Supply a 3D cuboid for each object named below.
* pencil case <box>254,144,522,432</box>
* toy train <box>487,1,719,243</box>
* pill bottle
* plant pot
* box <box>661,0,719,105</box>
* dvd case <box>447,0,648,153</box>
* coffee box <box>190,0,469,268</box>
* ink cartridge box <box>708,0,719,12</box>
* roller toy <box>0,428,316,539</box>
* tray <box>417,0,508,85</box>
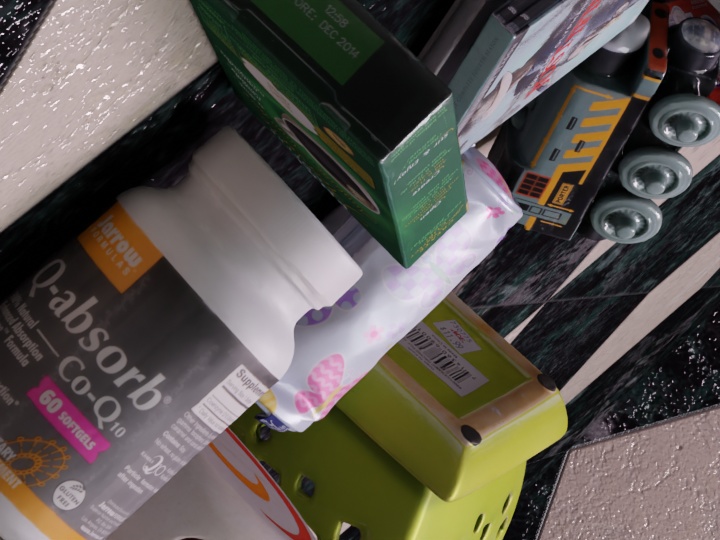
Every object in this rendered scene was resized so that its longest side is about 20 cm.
[{"bbox_3d":[0.000,0.000,1.480,0.200,0.083,0.091,-43,132,6],"label":"pencil case"},{"bbox_3d":[0.152,-0.091,1.588,0.200,0.114,0.085,116,-15,-52],"label":"toy train"},{"bbox_3d":[-0.103,0.033,1.176,0.200,0.116,0.116,-43,168,-1],"label":"pill bottle"},{"bbox_3d":[0.002,0.110,1.623,0.182,0.200,0.199,-55,163,27],"label":"plant pot"},{"bbox_3d":[0.268,-0.151,1.608,0.095,0.100,0.200,-29,-176,-4],"label":"box"},{"bbox_3d":[0.113,-0.138,1.396,0.200,0.022,0.146,-36,168,-35],"label":"dvd case"},{"bbox_3d":[-0.012,-0.075,1.077,0.044,0.123,0.200,-44,167,-5],"label":"coffee box"},{"bbox_3d":[0.175,-0.178,1.114,0.083,0.200,0.146,-40,169,-8],"label":"ink cartridge box"},{"bbox_3d":[-0.121,0.141,1.334,0.140,0.182,0.200,-42,169,2],"label":"roller toy"},{"bbox_3d":[0.088,-0.161,1.335,0.107,0.022,0.200,-31,164,-42],"label":"tray"}]
